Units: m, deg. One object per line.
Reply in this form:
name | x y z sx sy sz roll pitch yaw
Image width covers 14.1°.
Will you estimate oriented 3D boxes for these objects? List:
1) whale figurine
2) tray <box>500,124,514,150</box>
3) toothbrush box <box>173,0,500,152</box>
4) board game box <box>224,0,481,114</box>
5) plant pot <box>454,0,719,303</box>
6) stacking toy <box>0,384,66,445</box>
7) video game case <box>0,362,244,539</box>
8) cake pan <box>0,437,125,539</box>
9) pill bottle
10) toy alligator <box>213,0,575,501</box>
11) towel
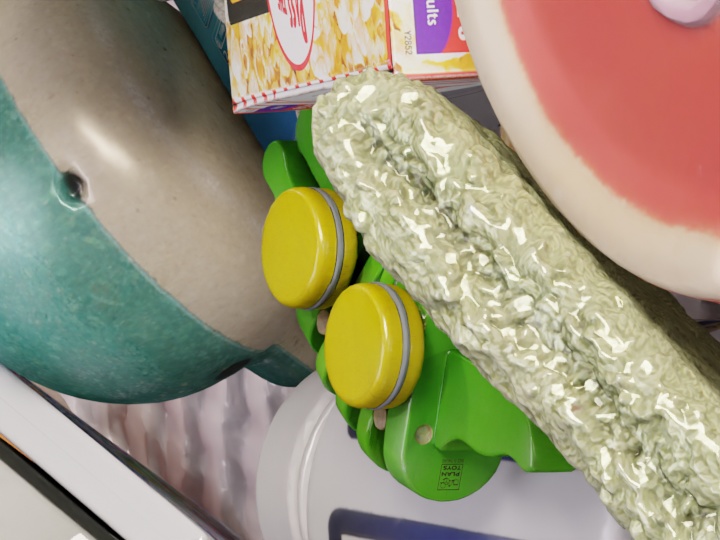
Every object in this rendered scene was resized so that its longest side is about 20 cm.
whale figurine | -0.071 -0.021 0.894 0.159 0.104 0.200 52 -170 3
tray | 0.080 -0.121 0.689 0.037 0.098 0.201 22 120 53
toothbrush box | -0.015 -0.153 0.845 0.200 0.085 0.147 57 145 28
board game box | 0.000 -0.140 0.665 0.151 0.046 0.201 -176 82 -74
plant pot | 0.124 -0.080 0.557 0.200 0.177 0.201 31 128 50
stacking toy | -0.097 0.132 1.072 0.199 0.146 0.147 22 122 34
video game case | -0.054 0.086 0.925 0.143 0.018 0.200 36 175 34
cake pan | -0.067 0.101 0.820 0.200 0.037 0.200 38 175 4
pill bottle | 0.054 0.067 0.796 0.200 0.111 0.112 3 104 59
toy alligator | 0.000 0.000 0.744 0.200 0.059 0.054 56 133 44
towel | 0.073 0.044 0.595 0.036 0.148 0.200 -44 70 6
